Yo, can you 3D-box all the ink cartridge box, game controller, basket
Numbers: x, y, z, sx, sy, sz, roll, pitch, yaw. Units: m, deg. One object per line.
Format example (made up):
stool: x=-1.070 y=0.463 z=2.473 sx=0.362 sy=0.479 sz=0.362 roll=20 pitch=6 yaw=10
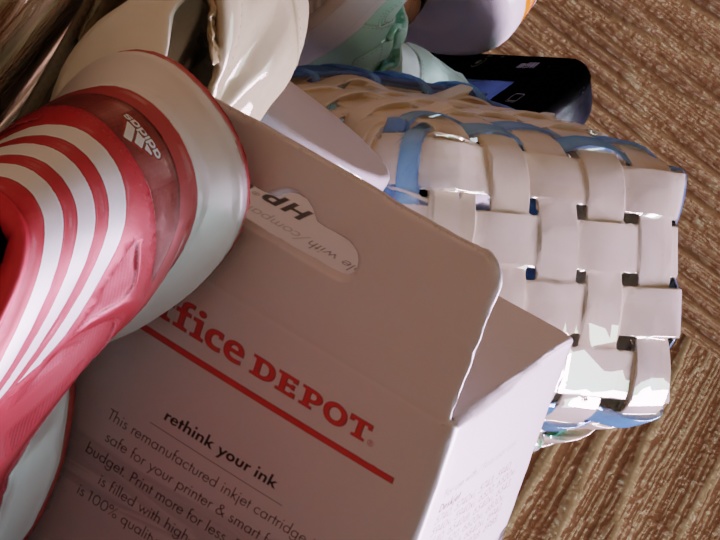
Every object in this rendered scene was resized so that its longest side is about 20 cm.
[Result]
ink cartridge box: x=-0.022 y=0.049 z=0.689 sx=0.068 sy=0.116 sz=0.201 roll=-29 pitch=143 yaw=-54
game controller: x=0.022 y=-0.058 z=1.127 sx=0.104 sy=0.042 sz=0.200 roll=-45 pitch=-159 yaw=-13
basket: x=0.000 y=0.000 z=0.927 sx=0.199 sy=0.175 sz=0.140 roll=11 pitch=-86 yaw=54

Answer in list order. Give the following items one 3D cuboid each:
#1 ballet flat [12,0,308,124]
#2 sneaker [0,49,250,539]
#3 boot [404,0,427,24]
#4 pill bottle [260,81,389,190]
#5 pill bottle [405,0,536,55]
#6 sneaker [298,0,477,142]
ballet flat: x=-0.084 y=-0.010 z=0.716 sx=0.201 sy=0.069 sz=0.069 roll=-60 pitch=-179 yaw=5
sneaker: x=-0.118 y=0.031 z=0.632 sx=0.115 sy=0.078 sz=0.200 roll=-27 pitch=158 yaw=-54
boot: x=0.002 y=-0.132 z=1.034 sx=0.074 sy=0.075 sz=0.200 roll=-53 pitch=180 yaw=-16
pill bottle: x=-0.081 y=0.029 z=0.808 sx=0.201 sy=0.111 sz=0.111 roll=-54 pitch=-179 yaw=10
pill bottle: x=0.067 y=-0.199 z=1.164 sx=0.200 sy=0.109 sz=0.110 roll=-55 pitch=-178 yaw=-26
sneaker: x=0.009 y=-0.091 z=0.970 sx=0.200 sy=0.117 sz=0.074 roll=-43 pitch=-132 yaw=51
